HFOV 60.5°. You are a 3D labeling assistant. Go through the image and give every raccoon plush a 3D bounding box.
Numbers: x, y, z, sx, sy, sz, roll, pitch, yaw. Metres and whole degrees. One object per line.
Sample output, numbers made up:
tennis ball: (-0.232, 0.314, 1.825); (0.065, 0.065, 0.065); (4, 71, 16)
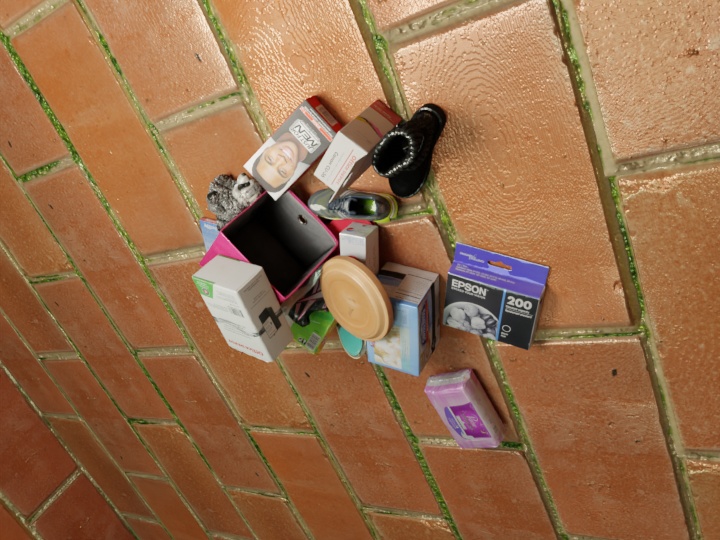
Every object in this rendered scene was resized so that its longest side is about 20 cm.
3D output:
raccoon plush: (-0.274, -0.150, 1.456); (0.133, 0.097, 0.200); (11, 148, 12)

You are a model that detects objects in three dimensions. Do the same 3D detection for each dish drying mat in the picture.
dish drying mat: (-0.047, -0.078, 1.398); (0.077, 0.018, 0.200); (49, 133, -7)

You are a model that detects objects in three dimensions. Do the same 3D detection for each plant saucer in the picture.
plant saucer: (-0.016, 0.064, 1.304); (0.200, 0.032, 0.201); (31, 138, 32)

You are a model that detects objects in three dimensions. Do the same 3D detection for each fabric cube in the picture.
fabric cube: (-0.205, -0.036, 1.376); (0.196, 0.200, 0.199); (45, 147, -4)

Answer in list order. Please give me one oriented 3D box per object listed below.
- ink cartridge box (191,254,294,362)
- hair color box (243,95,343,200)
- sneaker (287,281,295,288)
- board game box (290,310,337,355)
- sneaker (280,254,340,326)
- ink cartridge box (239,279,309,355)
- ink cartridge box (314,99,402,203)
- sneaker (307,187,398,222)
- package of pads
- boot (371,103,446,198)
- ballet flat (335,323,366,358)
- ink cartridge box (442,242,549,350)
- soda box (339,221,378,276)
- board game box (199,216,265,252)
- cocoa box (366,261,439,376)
ink cartridge box: (-0.241, 0.080, 1.284); (0.146, 0.083, 0.201); (14, 136, 37)
hair color box: (-0.134, -0.248, 1.257); (0.102, 0.061, 0.200); (46, 117, -7)
sneaker: (-0.210, 0.068, 1.575); (0.199, 0.074, 0.089); (-16, 114, 49)
board game box: (-0.086, 0.089, 1.451); (0.095, 0.030, 0.201); (30, 91, 32)
sneaker: (-0.087, 0.050, 1.419); (0.200, 0.080, 0.086); (-43, 82, 7)
ink cartridge box: (-0.195, 0.127, 1.516); (0.057, 0.200, 0.163); (38, 134, 1)
ink cartridge box: (-0.012, -0.221, 1.141); (0.067, 0.200, 0.117); (38, 134, 1)
sneaker: (-0.025, -0.140, 1.282); (0.199, 0.081, 0.074); (4, 94, 24)
package of pads: (0.252, 0.332, 1.480); (0.120, 0.076, 0.201); (-16, 113, 40)
boot: (0.075, -0.196, 1.135); (0.079, 0.158, 0.212); (27, 133, 12)
ballet flat: (-0.024, 0.128, 1.453); (0.067, 0.200, 0.062); (-42, 140, 14)
ink cartridge box: (0.275, 0.056, 1.283); (0.197, 0.043, 0.201); (16, 129, 22)
soda box: (0.000, 0.000, 1.354); (0.063, 0.068, 0.201); (12, 122, 23)
board game box: (-0.318, -0.070, 1.570); (0.199, 0.019, 0.103); (15, 131, 22)
cocoa box: (0.094, 0.108, 1.371); (0.133, 0.131, 0.201); (13, 129, 23)
